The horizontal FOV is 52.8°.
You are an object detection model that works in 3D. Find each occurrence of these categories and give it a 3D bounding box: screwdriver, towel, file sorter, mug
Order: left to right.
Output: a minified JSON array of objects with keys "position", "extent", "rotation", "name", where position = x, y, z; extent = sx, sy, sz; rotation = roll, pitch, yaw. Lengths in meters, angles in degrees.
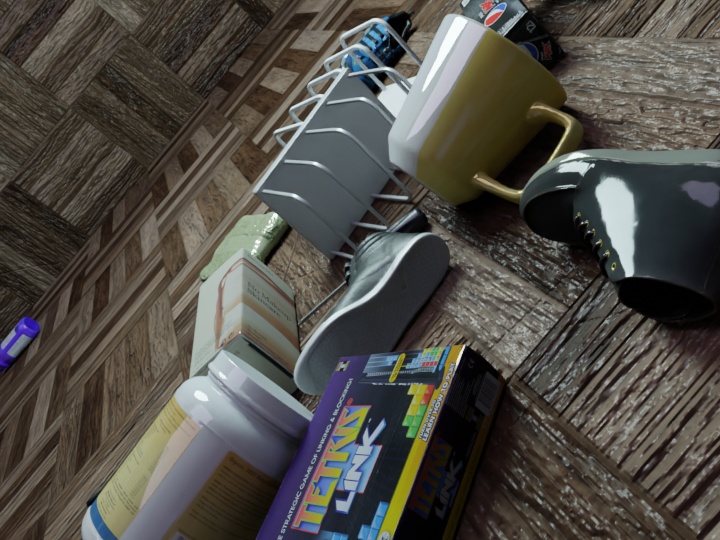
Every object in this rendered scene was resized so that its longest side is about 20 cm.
[{"position":[-0.196,-0.032,1.192],"extent":[0.149,0.036,0.199],"rotation":[-59,26,-15],"name":"towel"},{"position":[-0.011,-0.233,1.038],"extent":[0.201,0.124,0.138],"rotation":[-57,25,-15],"name":"file sorter"},{"position":[-0.003,-0.127,0.884],"extent":[0.201,0.139,0.124],"rotation":[-55,29,-10],"name":"file sorter"},{"position":[0.000,0.000,0.835],"extent":[0.200,0.028,0.029],"rotation":[-42,-4,20],"name":"screwdriver"},{"position":[0.109,-0.147,0.727],"extent":[0.154,0.149,0.187],"rotation":[-55,18,8],"name":"mug"}]

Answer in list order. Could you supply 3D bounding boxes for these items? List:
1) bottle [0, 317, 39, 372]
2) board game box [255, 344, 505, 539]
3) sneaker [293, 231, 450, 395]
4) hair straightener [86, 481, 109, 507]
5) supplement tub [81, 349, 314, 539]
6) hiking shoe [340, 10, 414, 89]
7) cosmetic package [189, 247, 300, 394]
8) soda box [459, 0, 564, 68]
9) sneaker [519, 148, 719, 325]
[{"position":[-1.087,0.240,2.264],"extent":[0.200,0.065,0.084],"rotation":[-49,24,4],"name":"bottle"},{"position":[0.009,0.160,0.566],"extent":[0.165,0.057,0.201],"rotation":[-14,43,50],"name":"board game box"},{"position":[0.000,0.038,0.738],"extent":[0.200,0.071,0.099],"rotation":[-48,23,-8],"name":"sneaker"},{"position":[-0.287,0.249,0.953],"extent":[0.200,0.041,0.077],"rotation":[-48,25,5],"name":"hair straightener"},{"position":[-0.139,0.190,0.666],"extent":[0.201,0.144,0.144],"rotation":[-53,25,-7],"name":"supplement tub"},{"position":[0.027,-0.379,1.246],"extent":[0.086,0.074,0.201],"rotation":[-22,37,46],"name":"hiking shoe"},{"position":[-0.136,0.073,0.872],"extent":[0.087,0.103,0.200],"rotation":[-41,28,14],"name":"cosmetic package"},{"position":[0.179,-0.298,0.885],"extent":[0.063,0.071,0.201],"rotation":[-42,27,24],"name":"soda box"},{"position":[0.174,-0.025,0.518],"extent":[0.199,0.075,0.107],"rotation":[0,52,58],"name":"sneaker"}]
